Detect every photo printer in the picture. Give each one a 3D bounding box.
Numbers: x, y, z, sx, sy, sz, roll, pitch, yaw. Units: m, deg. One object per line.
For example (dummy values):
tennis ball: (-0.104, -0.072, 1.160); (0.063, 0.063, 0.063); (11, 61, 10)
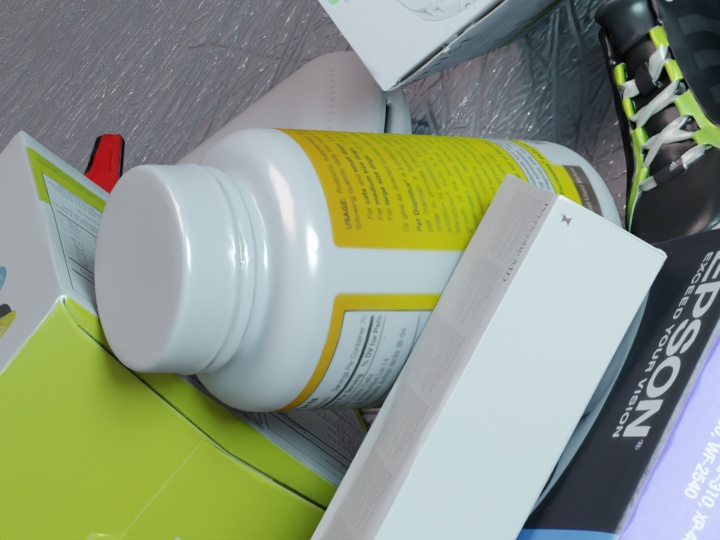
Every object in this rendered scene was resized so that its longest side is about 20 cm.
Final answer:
photo printer: (-0.054, -0.017, 1.177); (0.199, 0.069, 0.167); (-34, 31, 35)

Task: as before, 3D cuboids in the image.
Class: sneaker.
sneaker: (0.123, -0.075, 0.936); (0.072, 0.083, 0.201); (-36, 30, 31)

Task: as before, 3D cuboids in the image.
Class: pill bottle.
pill bottle: (0.000, 0.000, 0.891); (0.109, 0.199, 0.110); (-2, 88, 57)

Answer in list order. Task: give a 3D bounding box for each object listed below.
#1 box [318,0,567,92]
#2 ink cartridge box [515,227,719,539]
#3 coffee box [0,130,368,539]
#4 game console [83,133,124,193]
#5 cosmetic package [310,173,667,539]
box: (0.089, -0.186, 1.044); (0.200, 0.097, 0.176); (-38, -5, 29)
ink cartridge box: (0.096, 0.078, 0.772); (0.199, 0.043, 0.200); (-63, 14, -14)
coffee box: (-0.127, 0.098, 0.999); (0.200, 0.200, 0.198); (-49, 25, 9)
game console: (-0.167, 0.039, 1.247); (0.177, 0.031, 0.201); (-90, 18, -69)
cosmetic package: (0.035, 0.068, 0.812); (0.201, 0.050, 0.083); (-62, 10, 3)
